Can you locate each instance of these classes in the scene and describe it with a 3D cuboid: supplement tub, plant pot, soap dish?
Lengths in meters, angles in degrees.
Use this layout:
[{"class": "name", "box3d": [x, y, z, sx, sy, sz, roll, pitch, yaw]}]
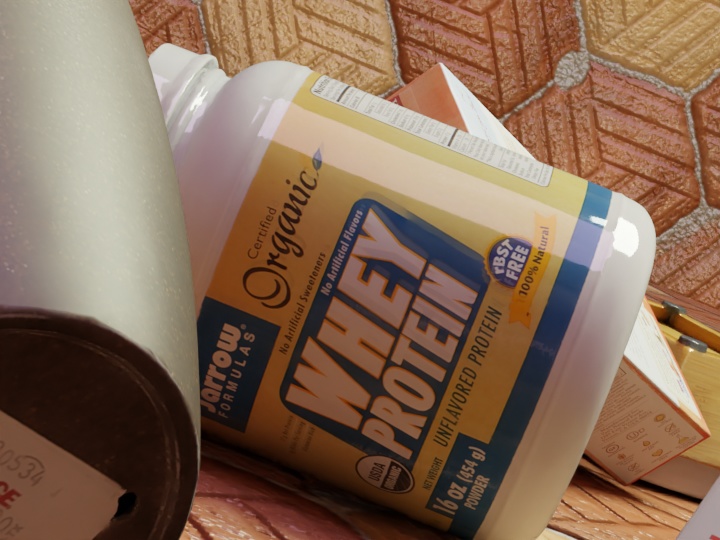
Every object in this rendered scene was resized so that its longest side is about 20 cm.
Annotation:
[{"class": "supplement tub", "box3d": [-0.004, 0.007, 0.802, 0.200, 0.145, 0.145, 22, 6, 2]}, {"class": "plant pot", "box3d": [-0.114, -0.003, 0.477, 0.187, 0.187, 0.200, 18, 22, -36]}, {"class": "soap dish", "box3d": [0.170, 0.066, 1.215, 0.157, 0.081, 0.200, 18, 8, -33]}]

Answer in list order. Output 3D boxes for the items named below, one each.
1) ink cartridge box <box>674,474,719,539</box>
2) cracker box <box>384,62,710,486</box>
[{"class": "ink cartridge box", "box3d": [0.172, 0.099, 0.688, 0.115, 0.200, 0.068, 25, -33, 27]}, {"class": "cracker box", "box3d": [0.086, 0.006, 1.042, 0.200, 0.058, 0.134, 41, 22, -45]}]
